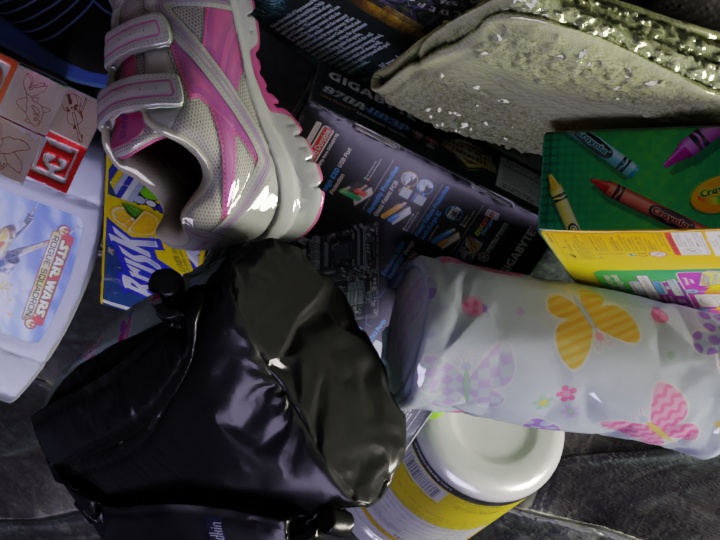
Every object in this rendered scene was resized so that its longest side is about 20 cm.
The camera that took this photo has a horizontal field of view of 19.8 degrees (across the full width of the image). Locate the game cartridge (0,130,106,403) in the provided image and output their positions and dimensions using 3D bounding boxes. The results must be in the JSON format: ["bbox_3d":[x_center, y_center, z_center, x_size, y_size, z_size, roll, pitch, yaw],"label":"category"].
[{"bbox_3d":[-0.237,-0.015,1.319,0.133,0.042,0.200,21,111,-5],"label":"game cartridge"}]

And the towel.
[{"bbox_3d":[0.121,-0.092,1.076,0.200,0.037,0.148,15,158,-25],"label":"towel"}]

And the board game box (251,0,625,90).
[{"bbox_3d":[0.029,-0.153,1.068,0.135,0.028,0.200,33,148,-26],"label":"board game box"}]

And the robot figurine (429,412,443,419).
[{"bbox_3d":[0.006,0.023,1.296,0.200,0.116,0.176,17,156,0],"label":"robot figurine"}]

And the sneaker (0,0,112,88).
[{"bbox_3d":[-0.172,-0.162,1.121,0.200,0.070,0.078,20,121,-40],"label":"sneaker"}]

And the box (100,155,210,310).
[{"bbox_3d":[-0.123,-0.040,1.310,0.070,0.064,0.200,16,151,0],"label":"box"}]

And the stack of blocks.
[{"bbox_3d":[-0.206,-0.094,1.167,0.115,0.059,0.200,25,-178,-12],"label":"stack of blocks"}]

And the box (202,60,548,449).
[{"bbox_3d":[0.000,0.000,1.182,0.159,0.046,0.200,26,124,-9],"label":"box"}]

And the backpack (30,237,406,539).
[{"bbox_3d":[-0.080,0.080,1.123,0.200,0.127,0.167,-25,92,43],"label":"backpack"}]

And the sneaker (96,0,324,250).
[{"bbox_3d":[-0.098,-0.098,1.082,0.081,0.088,0.200,-32,84,51],"label":"sneaker"}]

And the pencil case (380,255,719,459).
[{"bbox_3d":[0.111,0.051,1.131,0.200,0.083,0.091,10,144,-11],"label":"pencil case"}]

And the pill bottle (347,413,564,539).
[{"bbox_3d":[0.057,0.137,1.472,0.112,0.112,0.200,23,151,-11],"label":"pill bottle"}]

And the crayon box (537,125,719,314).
[{"bbox_3d":[0.177,-0.017,1.134,0.119,0.058,0.200,-1,162,18],"label":"crayon box"}]
